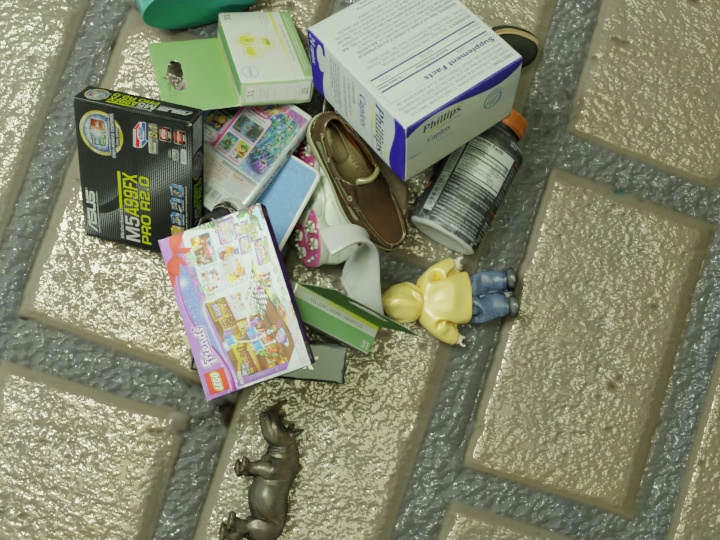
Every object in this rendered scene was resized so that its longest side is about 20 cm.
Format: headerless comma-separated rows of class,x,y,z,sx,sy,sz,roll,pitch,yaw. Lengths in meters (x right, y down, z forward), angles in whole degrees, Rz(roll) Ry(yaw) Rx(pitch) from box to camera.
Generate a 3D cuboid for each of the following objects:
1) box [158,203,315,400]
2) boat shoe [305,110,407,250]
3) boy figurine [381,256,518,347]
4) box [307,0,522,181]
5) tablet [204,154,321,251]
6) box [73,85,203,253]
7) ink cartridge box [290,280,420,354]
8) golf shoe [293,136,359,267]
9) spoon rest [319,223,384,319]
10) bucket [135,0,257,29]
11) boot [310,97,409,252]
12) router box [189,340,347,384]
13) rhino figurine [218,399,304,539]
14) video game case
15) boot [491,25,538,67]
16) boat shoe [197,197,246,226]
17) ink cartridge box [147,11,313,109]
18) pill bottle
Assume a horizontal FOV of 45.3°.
box,-0.149,0.037,1.038,0.134,0.039,0.204,-18,87,5
boat shoe,-0.001,-0.111,1.110,0.074,0.075,0.204,-40,105,-13
boy figurine,0.123,0.046,1.215,0.195,0.064,0.127,-7,88,-6
box,0.064,-0.243,1.057,0.182,0.106,0.201,-32,63,-17
tablet,-0.149,-0.075,1.181,0.129,0.014,0.202,31,95,19
box,-0.284,-0.124,1.118,0.157,0.045,0.203,13,124,7
ink cartridge box,-0.034,0.061,1.109,0.144,0.199,0.049,29,83,-30
golf shoe,-0.049,-0.105,1.210,0.090,0.075,0.205,1,82,-33
spoon rest,0.000,0.000,1.140,0.060,0.201,0.100,-27,61,-2
bucket,-0.222,-0.417,1.138,0.203,0.207,0.138,-17,91,-7
boot,-0.004,-0.140,1.181,0.144,0.070,0.204,19,65,-35
router box,-0.120,0.114,1.142,0.195,0.149,0.052,6,86,-5
rhino figurine,-0.127,0.276,1.177,0.086,0.060,0.204,16,84,-19
video game case,-0.190,-0.184,1.180,0.199,0.024,0.183,35,84,19
boot,0.189,-0.263,1.189,0.197,0.078,0.140,-14,55,-25
boat shoe,-0.192,0.002,1.135,0.073,0.060,0.203,32,126,17
ink cartridge box,-0.174,-0.281,1.150,0.196,0.048,0.147,-7,53,-20
pill bottle,0.159,-0.134,1.207,0.105,0.106,0.203,29,84,-4
